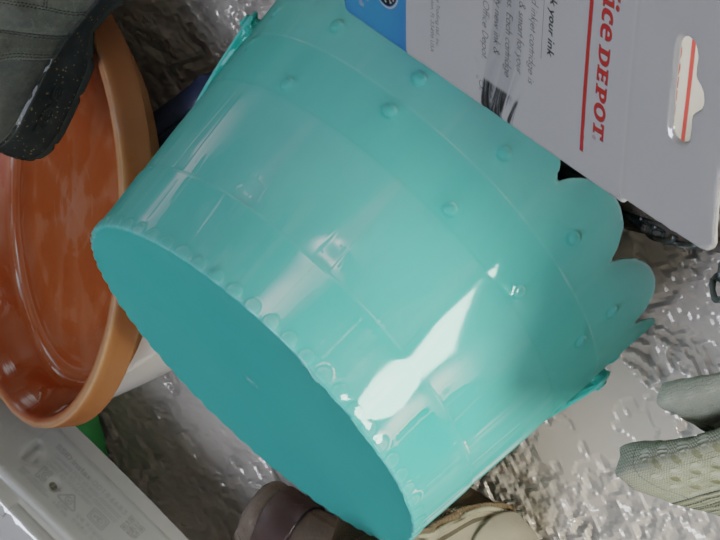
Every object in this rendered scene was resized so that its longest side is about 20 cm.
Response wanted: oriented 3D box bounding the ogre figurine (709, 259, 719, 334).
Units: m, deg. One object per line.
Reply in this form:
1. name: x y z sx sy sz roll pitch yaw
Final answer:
1. ogre figurine: 0.200 -0.057 1.004 0.098 0.120 0.201 22 120 -17

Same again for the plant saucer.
1. plant saucer: -0.135 -0.030 1.336 0.200 0.032 0.202 7 98 62

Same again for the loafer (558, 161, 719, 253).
1. loafer: 0.144 -0.024 1.139 0.199 0.072 0.063 17 133 29

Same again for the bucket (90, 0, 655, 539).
1. bucket: 0.000 0.000 1.174 0.207 0.135 0.207 41 164 15

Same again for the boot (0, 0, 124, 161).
1. boot: -0.156 -0.142 1.223 0.068 0.130 0.201 40 109 49

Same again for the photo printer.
1. photo printer: -0.170 0.164 1.454 0.166 0.069 0.200 44 136 2

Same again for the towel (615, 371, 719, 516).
1. towel: 0.219 0.066 1.063 0.192 0.035 0.199 21 151 -35

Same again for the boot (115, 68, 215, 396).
1. boot: -0.090 -0.013 1.352 0.200 0.073 0.091 -37 77 44

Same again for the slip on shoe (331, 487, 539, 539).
1. slip on shoe: 0.010 0.122 1.261 0.061 0.200 0.076 49 116 17

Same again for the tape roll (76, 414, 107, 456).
1. tape roll: -0.219 0.081 1.526 0.199 0.048 0.202 21 128 29

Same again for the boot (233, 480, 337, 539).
1. boot: -0.023 0.196 1.430 0.146 0.070 0.200 45 135 17

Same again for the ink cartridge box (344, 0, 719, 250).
1. ink cartridge box: 0.080 -0.106 1.014 0.200 0.068 0.117 38 140 39
